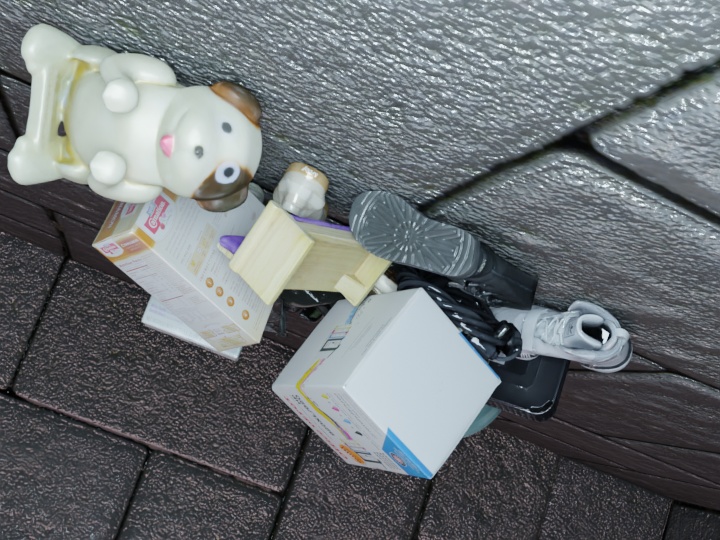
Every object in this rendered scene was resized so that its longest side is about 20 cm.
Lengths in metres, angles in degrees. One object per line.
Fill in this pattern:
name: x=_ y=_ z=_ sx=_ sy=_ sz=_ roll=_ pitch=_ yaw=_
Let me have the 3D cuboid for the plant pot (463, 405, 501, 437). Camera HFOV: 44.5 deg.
plant pot: x=0.135 y=0.157 z=1.451 sx=0.198 sy=0.201 sz=0.135 roll=12 pitch=141 yaw=35

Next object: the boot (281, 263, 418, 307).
boot: x=-0.001 y=-0.001 z=1.193 sx=0.200 sy=0.075 sz=0.154 roll=-5 pitch=-170 yaw=3

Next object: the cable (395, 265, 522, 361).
cable: x=0.110 y=0.047 z=1.046 sx=0.162 sy=0.051 sz=0.200 roll=30 pitch=-170 yaw=-6

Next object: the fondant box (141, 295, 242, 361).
fondant box: x=-0.204 y=0.008 z=1.244 sx=0.143 sy=0.202 sz=0.058 roll=21 pitch=168 yaw=-3

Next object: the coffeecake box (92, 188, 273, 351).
coffeecake box: x=-0.176 y=-0.032 z=0.982 sx=0.072 sy=0.155 sz=0.200 roll=-15 pitch=133 yaw=36

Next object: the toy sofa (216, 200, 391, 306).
toy sofa: x=-0.054 y=-0.023 z=0.944 sx=0.098 sy=0.083 sz=0.199 roll=45 pitch=-162 yaw=23

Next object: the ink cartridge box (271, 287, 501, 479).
ink cartridge box: x=0.023 y=0.128 z=1.004 sx=0.147 sy=0.145 sz=0.199 roll=47 pitch=156 yaw=-15

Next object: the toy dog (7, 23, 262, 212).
toy dog: x=-0.184 y=-0.118 z=0.790 sx=0.198 sy=0.141 sz=0.194 roll=16 pitch=-179 yaw=23

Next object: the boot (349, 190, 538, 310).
boot: x=0.096 y=-0.017 z=0.976 sx=0.164 sy=0.066 sz=0.199 roll=30 pitch=-174 yaw=31

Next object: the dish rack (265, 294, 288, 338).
dish rack: x=-0.147 y=0.026 z=1.389 sx=0.054 sy=0.156 sz=0.200 roll=2 pitch=168 yaw=7

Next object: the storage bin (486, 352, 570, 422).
storage bin: x=0.185 y=0.113 z=1.211 sx=0.198 sy=0.137 sz=0.094 roll=16 pitch=169 yaw=19

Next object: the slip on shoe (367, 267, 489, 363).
slip on shoe: x=0.069 y=0.066 z=1.091 sx=0.199 sy=0.061 sz=0.076 roll=38 pitch=-167 yaw=-7

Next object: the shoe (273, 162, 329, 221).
shoe: x=-0.074 y=-0.071 z=1.018 sx=0.069 sy=0.054 sz=0.200 roll=20 pitch=169 yaw=-1

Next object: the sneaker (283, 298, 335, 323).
sneaker: x=-0.066 y=0.044 z=1.442 sx=0.070 sy=0.084 sz=0.199 roll=13 pitch=-178 yaw=31

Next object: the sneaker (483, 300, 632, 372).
sneaker: x=0.240 y=0.072 z=1.096 sx=0.197 sy=0.076 sz=0.115 roll=12 pitch=166 yaw=16

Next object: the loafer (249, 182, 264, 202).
loafer: x=-0.214 y=-0.104 z=1.068 sx=0.198 sy=0.071 sz=0.070 roll=23 pitch=169 yaw=-14
